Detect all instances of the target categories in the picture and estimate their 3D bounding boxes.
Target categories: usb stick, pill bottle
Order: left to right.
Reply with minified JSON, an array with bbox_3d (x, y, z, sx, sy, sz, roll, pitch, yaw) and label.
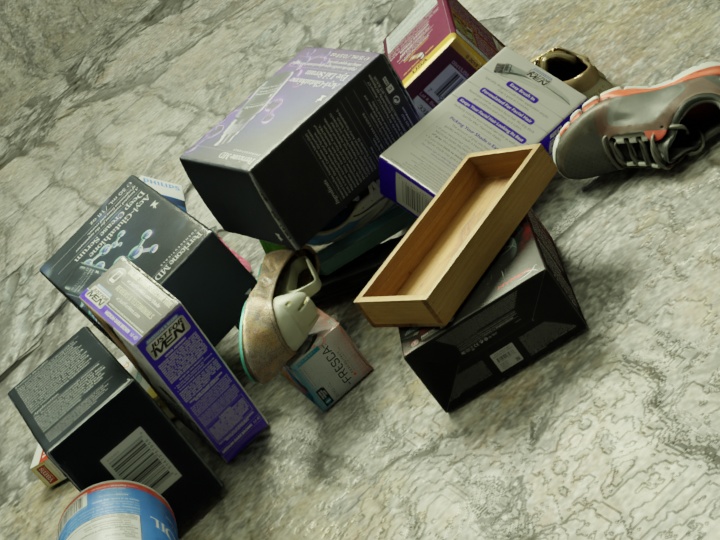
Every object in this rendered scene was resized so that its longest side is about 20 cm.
[{"bbox_3d":[-0.207,0.276,1.361,0.112,0.112,0.200,-35,25,5],"label":"pill bottle"},{"bbox_3d":[0.000,0.000,1.664,0.199,0.033,0.056,-20,26,34],"label":"usb stick"}]

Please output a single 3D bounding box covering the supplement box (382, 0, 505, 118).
[{"bbox_3d":[0.106,-0.220,1.776,0.103,0.131,0.200,-43,20,18],"label":"supplement box"}]

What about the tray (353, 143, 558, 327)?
[{"bbox_3d":[0.087,-0.031,1.412,0.098,0.037,0.200,-4,40,51],"label":"tray"}]

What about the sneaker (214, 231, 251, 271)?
[{"bbox_3d":[-0.195,0.005,1.901,0.096,0.079,0.200,-59,24,4],"label":"sneaker"}]

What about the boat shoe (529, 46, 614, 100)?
[{"bbox_3d":[0.220,-0.213,1.704,0.071,0.065,0.200,-38,23,-3],"label":"boat shoe"}]

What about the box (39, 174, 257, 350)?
[{"bbox_3d":[-0.222,0.011,1.664,0.149,0.107,0.200,-47,39,-9],"label":"box"}]

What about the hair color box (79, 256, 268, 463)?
[{"bbox_3d":[-0.178,0.088,1.518,0.065,0.200,0.109,-42,45,-14],"label":"hair color box"}]

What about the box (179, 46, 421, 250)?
[{"bbox_3d":[-0.060,-0.129,1.619,0.200,0.105,0.148,-44,31,-22],"label":"box"}]

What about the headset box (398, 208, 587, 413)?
[{"bbox_3d":[0.109,0.017,1.435,0.148,0.077,0.200,-32,26,12],"label":"headset box"}]

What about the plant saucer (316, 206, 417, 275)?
[{"bbox_3d":[0.028,-0.049,1.677,0.199,0.019,0.070,-31,11,-17],"label":"plant saucer"}]

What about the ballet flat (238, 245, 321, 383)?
[{"bbox_3d":[-0.072,0.032,1.517,0.067,0.068,0.200,-21,30,16],"label":"ballet flat"}]

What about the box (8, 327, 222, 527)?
[{"bbox_3d":[-0.244,0.164,1.546,0.107,0.149,0.200,-41,24,-9],"label":"box"}]

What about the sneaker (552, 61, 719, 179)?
[{"bbox_3d":[0.269,-0.129,1.483,0.199,0.077,0.082,-25,33,26],"label":"sneaker"}]

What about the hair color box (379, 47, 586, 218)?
[{"bbox_3d":[0.124,-0.126,1.590,0.109,0.065,0.200,37,64,25],"label":"hair color box"}]

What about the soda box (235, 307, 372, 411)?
[{"bbox_3d":[-0.064,0.071,1.590,0.068,0.064,0.200,-41,24,-9],"label":"soda box"}]

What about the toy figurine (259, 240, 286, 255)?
[{"bbox_3d":[-0.019,-0.091,1.786,0.183,0.151,0.200,-18,2,9],"label":"toy figurine"}]

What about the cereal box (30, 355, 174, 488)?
[{"bbox_3d":[-0.271,0.148,1.763,0.199,0.040,0.144,-29,25,17],"label":"cereal box"}]

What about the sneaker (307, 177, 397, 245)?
[{"bbox_3d":[0.011,-0.092,1.670,0.200,0.072,0.072,-35,-3,-1],"label":"sneaker"}]

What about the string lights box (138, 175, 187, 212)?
[{"bbox_3d":[-0.243,-0.009,1.865,0.103,0.059,0.200,-61,29,32],"label":"string lights box"}]
